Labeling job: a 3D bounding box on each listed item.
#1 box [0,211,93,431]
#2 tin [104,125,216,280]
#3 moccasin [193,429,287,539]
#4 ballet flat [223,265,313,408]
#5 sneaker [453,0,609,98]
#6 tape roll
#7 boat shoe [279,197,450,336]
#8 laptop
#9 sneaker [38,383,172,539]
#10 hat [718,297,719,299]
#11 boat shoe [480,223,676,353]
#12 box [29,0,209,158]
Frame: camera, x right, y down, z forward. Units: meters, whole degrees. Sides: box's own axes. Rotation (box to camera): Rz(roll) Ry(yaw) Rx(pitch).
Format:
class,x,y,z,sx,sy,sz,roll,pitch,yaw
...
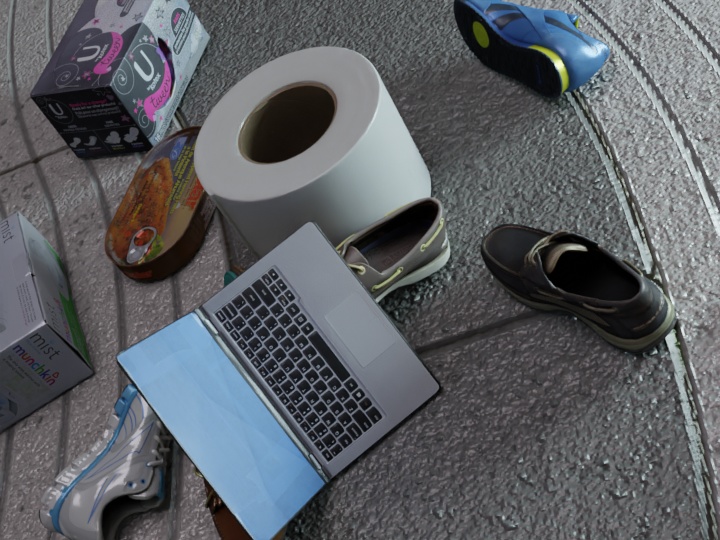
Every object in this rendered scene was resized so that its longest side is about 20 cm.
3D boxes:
class,x,y,z,sx,sy,sz,roll,pitch,yaw
box,-0.396,0.063,1.278,0.176,0.097,0.200,-32,43,0
tin,-0.210,-0.075,1.334,0.111,0.042,0.201,-4,51,32
moccasin,-0.109,0.160,1.041,0.073,0.078,0.202,-22,45,11
ballet flat,-0.071,0.062,1.129,0.065,0.071,0.200,-13,44,-18
sneaker,0.175,-0.243,1.247,0.078,0.066,0.200,-32,43,-16
tape roll,-0.045,-0.101,1.189,0.201,0.139,0.204,-16,47,18
boat shoe,0.000,0.000,1.094,0.199,0.060,0.072,-31,52,-23
laptop,-0.059,0.084,0.985,0.200,0.116,0.188,-38,88,-6
sneaker,-0.198,0.171,1.101,0.086,0.075,0.201,25,73,30
hat,0.390,0.074,0.876,0.165,0.176,0.201,-23,82,7
boat shoe,0.179,-0.003,1.022,0.199,0.073,0.075,26,68,42
box,-0.291,-0.253,1.479,0.131,0.115,0.201,-3,52,28
